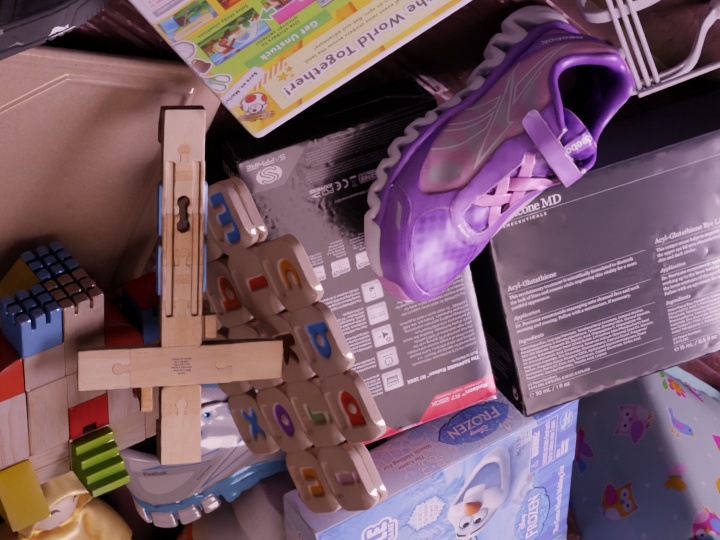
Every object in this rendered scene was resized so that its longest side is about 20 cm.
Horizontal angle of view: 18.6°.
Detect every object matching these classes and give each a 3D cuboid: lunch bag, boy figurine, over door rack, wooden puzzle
[{"bbox_3d":[0.239,0.169,1.555,0.122,0.171,0.200,-37,139,26],"label":"lunch bag"},{"bbox_3d":[-0.196,0.191,1.431,0.124,0.064,0.201,-21,134,-32],"label":"boy figurine"},{"bbox_3d":[0.218,-0.179,1.238,0.199,0.067,0.148,-11,143,16],"label":"over door rack"},{"bbox_3d":[-0.185,-0.053,1.211,0.199,0.037,0.186,0,135,-34],"label":"wooden puzzle"}]

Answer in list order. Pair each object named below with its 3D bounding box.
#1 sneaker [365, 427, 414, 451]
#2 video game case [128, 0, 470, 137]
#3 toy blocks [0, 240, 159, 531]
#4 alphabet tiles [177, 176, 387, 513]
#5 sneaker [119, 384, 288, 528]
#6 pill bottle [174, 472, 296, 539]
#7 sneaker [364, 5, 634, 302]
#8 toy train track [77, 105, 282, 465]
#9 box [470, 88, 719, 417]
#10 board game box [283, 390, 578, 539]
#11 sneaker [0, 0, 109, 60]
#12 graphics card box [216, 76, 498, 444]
[{"bbox_3d":[0.053,0.125,1.495,0.115,0.081,0.200,-20,147,-11],"label":"sneaker"},{"bbox_3d":[-0.017,-0.171,1.100,0.199,0.023,0.182,-32,140,9],"label":"video game case"},{"bbox_3d":[-0.177,0.050,1.241,0.199,0.100,0.137,-22,137,-27],"label":"toy blocks"},{"bbox_3d":[-0.048,0.045,1.254,0.015,0.201,0.195,-26,-177,-24],"label":"alphabet tiles"},{"bbox_3d":[-0.071,0.089,1.392,0.199,0.075,0.087,-30,134,5],"label":"sneaker"},{"bbox_3d":[-0.083,0.215,1.489,0.109,0.110,0.200,13,127,-36],"label":"pill bottle"},{"bbox_3d":[0.082,-0.064,1.224,0.200,0.088,0.081,-52,132,-19],"label":"sneaker"},{"bbox_3d":[-0.101,0.007,1.209,0.114,0.033,0.201,-2,107,-15],"label":"toy train track"},{"bbox_3d":[0.166,-0.015,1.349,0.199,0.079,0.142,-17,113,-11],"label":"box"},{"bbox_3d":[0.047,0.175,1.430,0.198,0.043,0.201,-25,141,-20],"label":"board game box"},{"bbox_3d":[-0.214,-0.145,1.065,0.199,0.060,0.105,-31,117,-29],"label":"sneaker"},{"bbox_3d":[0.000,0.000,1.288,0.125,0.051,0.201,-19,117,-10],"label":"graphics card box"}]
